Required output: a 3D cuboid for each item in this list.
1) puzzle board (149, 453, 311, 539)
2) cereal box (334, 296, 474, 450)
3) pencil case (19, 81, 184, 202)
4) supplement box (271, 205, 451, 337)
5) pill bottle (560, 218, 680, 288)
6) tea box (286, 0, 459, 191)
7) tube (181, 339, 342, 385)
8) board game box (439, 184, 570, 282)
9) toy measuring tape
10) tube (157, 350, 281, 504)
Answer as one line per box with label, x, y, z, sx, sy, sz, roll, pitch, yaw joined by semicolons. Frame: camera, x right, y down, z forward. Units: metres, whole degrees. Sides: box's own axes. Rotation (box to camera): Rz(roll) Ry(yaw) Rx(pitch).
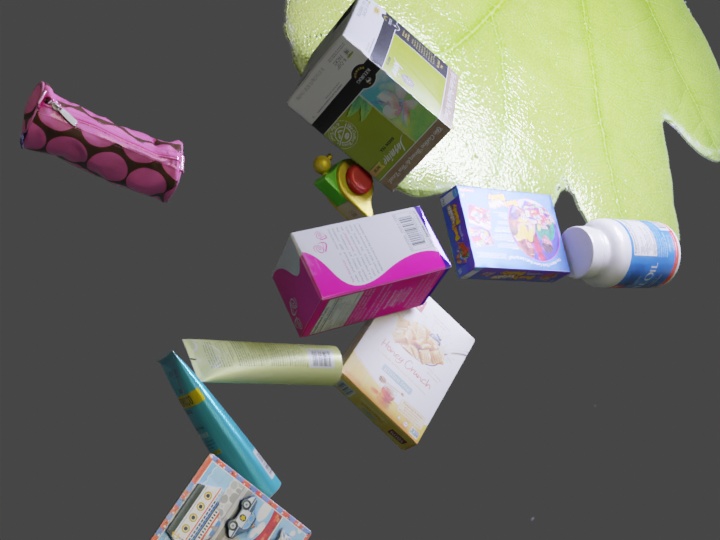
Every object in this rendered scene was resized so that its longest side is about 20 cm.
puzzle board;-0.161;0.325;1.072;0.150;0.017;0.201;40;65;-12
cereal box;0.060;0.119;1.341;0.144;0.039;0.201;43;51;-9
pencil case;-0.304;-0.151;1.185;0.198;0.093;0.092;20;58;-27
supplement box;0.000;0.000;1.291;0.198;0.104;0.102;-12;63;-30
pill bottle;0.417;-0.027;1.614;0.198;0.112;0.114;0;68;-33
tea box;0.024;-0.254;1.397;0.196;0.134;0.201;37;30;-13
tube;-0.118;0.113;1.217;0.198;0.058;0.053;6;81;-32
board game box;0.225;-0.055;1.537;0.198;0.045;0.136;3;66;-34
toy measuring tape;0.010;-0.096;1.399;0.200;0.073;0.074;43;50;-22
tube;-0.166;0.179;1.139;0.050;0.077;0.201;-36;94;-32
